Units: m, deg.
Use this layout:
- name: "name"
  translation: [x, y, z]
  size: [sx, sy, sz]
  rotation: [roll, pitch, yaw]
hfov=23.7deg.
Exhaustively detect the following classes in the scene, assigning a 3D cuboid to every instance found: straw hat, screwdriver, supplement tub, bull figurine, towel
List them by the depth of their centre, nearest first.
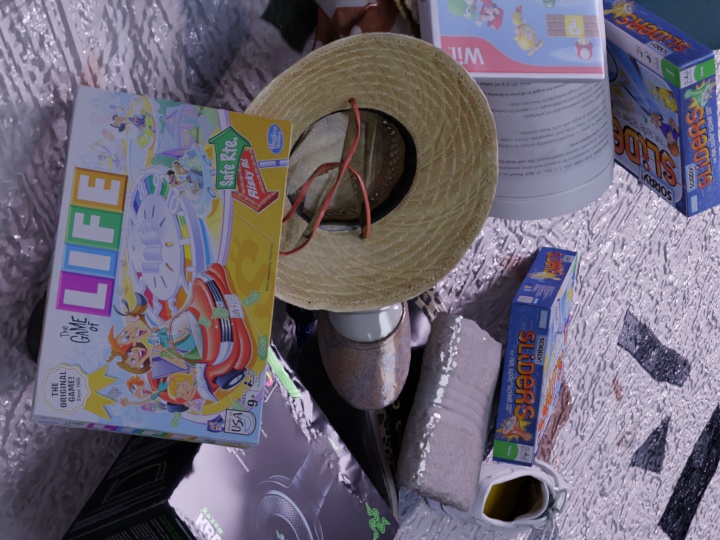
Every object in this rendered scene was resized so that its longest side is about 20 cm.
- name: "straw hat"
  translation: [-0.014, -0.073, 1.156]
  size: [0.200, 0.085, 0.202]
  rotation: [-7, 108, -22]
- name: "bull figurine"
  translation: [-0.011, -0.196, 1.169]
  size: [0.200, 0.065, 0.122]
  rotation: [62, 37, -39]
- name: "screwdriver"
  translation: [-0.041, 0.071, 1.276]
  size: [0.029, 0.028, 0.201]
  rotation: [-8, 114, -20]
- name: "towel"
  translation: [0.073, 0.112, 1.300]
  size: [0.200, 0.034, 0.133]
  rotation: [39, 64, -72]
- name: "supplement tub"
  translation: [0.125, -0.154, 1.316]
  size: [0.132, 0.132, 0.201]
  rotation: [-37, 130, -39]

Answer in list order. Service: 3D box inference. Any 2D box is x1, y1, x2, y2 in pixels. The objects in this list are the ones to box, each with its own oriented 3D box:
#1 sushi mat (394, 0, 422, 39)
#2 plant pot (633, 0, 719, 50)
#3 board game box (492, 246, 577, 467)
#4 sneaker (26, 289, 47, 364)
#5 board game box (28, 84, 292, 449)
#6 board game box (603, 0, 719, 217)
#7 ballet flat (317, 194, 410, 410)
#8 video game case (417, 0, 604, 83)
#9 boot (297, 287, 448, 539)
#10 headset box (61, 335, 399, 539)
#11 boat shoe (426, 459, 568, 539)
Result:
- name: "sushi mat"
  translation: [0.047, -0.261, 1.207]
  size: [0.096, 0.012, 0.201]
  rotation: [61, 34, -41]
- name: "plant pot"
  translation: [0.307, -0.271, 1.426]
  size: [0.142, 0.199, 0.142]
  rotation: [-59, 144, -43]
- name: "board game box"
  translation: [0.149, 0.068, 1.445]
  size: [0.200, 0.034, 0.136]
  rotation: [-47, 144, -71]
- name: "sneaker"
  translation: [-0.122, 0.001, 1.098]
  size: [0.200, 0.079, 0.076]
  rotation: [-52, 138, -29]
- name: "board game box"
  translation: [-0.118, -0.001, 1.027]
  size: [0.134, 0.034, 0.201]
  rotation: [8, 76, -13]
- name: "board game box"
  translation: [0.215, -0.147, 1.371]
  size: [0.034, 0.200, 0.136]
  rotation: [-23, 126, -16]
- name: "ballet flat"
  translation: [0.000, 0.000, 1.211]
  size: [0.067, 0.068, 0.201]
  rotation: [83, 2, -57]
- name: "video game case"
  translation: [0.100, -0.231, 1.188]
  size: [0.142, 0.017, 0.201]
  rotation: [-3, 86, -29]
- name: "boot"
  translation: [0.020, 0.113, 1.313]
  size: [0.151, 0.073, 0.201]
  rotation: [-40, 125, -52]
- name: "headset box"
  translation: [-0.075, 0.167, 1.116]
  size: [0.174, 0.093, 0.200]
  rotation: [57, 30, -16]
- name: "boat shoe"
  translation: [0.147, 0.203, 1.520]
  size: [0.202, 0.086, 0.075]
  rotation: [21, 87, -53]
